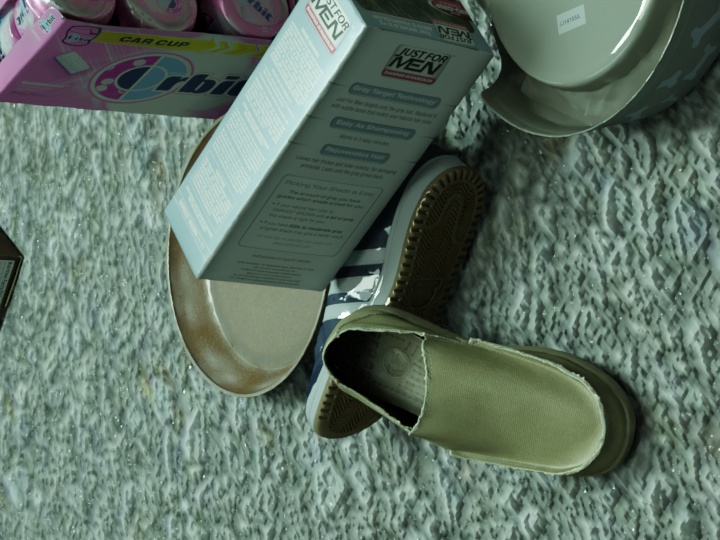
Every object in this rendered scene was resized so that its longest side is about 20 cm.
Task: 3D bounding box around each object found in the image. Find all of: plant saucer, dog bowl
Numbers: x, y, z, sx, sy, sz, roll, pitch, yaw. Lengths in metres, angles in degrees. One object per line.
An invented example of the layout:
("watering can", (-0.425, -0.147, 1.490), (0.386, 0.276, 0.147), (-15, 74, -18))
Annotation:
("plant saucer", (-0.070, -0.013, 1.414), (0.200, 0.032, 0.201), (-3, 87, 51))
("dog bowl", (0.132, -0.173, 1.136), (0.200, 0.058, 0.201), (-3, 87, 53))

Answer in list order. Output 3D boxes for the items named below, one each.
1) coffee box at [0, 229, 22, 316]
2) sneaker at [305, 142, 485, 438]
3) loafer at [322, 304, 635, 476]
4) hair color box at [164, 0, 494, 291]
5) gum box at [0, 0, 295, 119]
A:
("coffee box", (-0.403, -0.012, 1.708), (0.114, 0.199, 0.080), (45, 122, 43))
("sneaker", (0.000, 0.000, 1.290), (0.108, 0.070, 0.201), (42, 115, 41))
("loafer", (0.060, 0.074, 1.172), (0.199, 0.067, 0.076), (14, 104, 28))
("hair color box", (-0.021, -0.079, 1.195), (0.200, 0.099, 0.061), (-53, 49, 31))
("gum box", (-0.156, -0.163, 1.392), (0.113, 0.199, 0.066), (-36, 61, 47))
